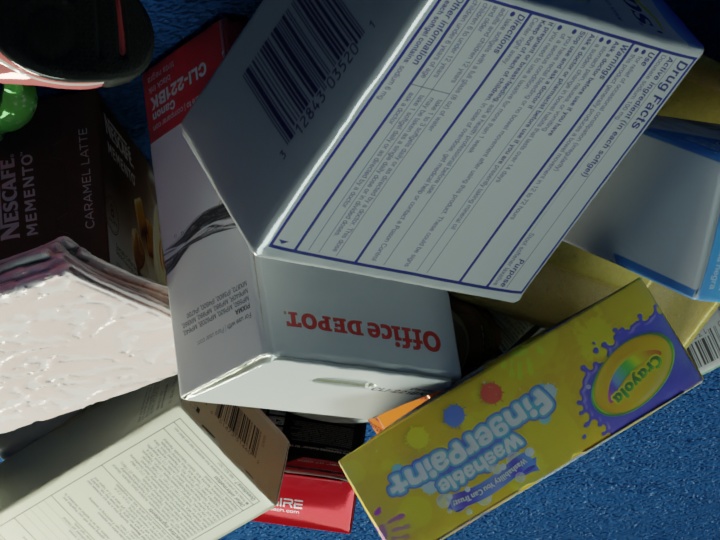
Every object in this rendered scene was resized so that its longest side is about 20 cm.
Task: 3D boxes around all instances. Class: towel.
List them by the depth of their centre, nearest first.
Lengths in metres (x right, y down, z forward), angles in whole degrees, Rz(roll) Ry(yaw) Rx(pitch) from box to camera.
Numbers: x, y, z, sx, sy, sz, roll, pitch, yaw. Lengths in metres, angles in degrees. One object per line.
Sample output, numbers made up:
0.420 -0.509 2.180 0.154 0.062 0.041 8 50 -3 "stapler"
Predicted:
-0.191 0.041 1.456 0.199 0.032 0.191 -18 156 25 "towel"

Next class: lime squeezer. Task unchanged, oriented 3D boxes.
-0.225 -0.090 1.406 0.070 0.038 0.200 11 152 -44 "lime squeezer"

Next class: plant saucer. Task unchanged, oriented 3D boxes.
0.167 -0.051 1.546 0.199 0.048 0.200 19 116 -36 "plant saucer"

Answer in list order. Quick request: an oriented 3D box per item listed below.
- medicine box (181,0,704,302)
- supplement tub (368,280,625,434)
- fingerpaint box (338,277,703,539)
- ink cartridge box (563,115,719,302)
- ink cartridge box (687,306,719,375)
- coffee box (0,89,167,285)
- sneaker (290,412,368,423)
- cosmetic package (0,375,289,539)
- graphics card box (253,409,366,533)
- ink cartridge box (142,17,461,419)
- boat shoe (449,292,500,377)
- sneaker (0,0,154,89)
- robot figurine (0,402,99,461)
0.043 -0.093 1.322 0.200 0.103 0.182 10 126 -42 "medicine box"
0.097 0.039 1.648 0.200 0.123 0.123 -40 174 -27 "supplement tub"
0.089 0.088 1.477 0.200 0.074 0.167 -31 176 -1 "fingerpaint box"
0.237 -0.032 1.453 0.199 0.086 0.146 7 -169 -30 "ink cartridge box"
0.168 0.064 1.795 0.161 0.050 0.200 -27 -175 -3 "ink cartridge box"
-0.163 -0.014 1.527 0.079 0.115 0.200 -11 159 8 "coffee box"
0.023 0.056 1.806 0.199 0.071 0.099 -13 -168 -6 "sneaker"
-0.156 0.145 1.670 0.200 0.073 0.104 -30 115 25 "cosmetic package"
-0.058 0.114 1.801 0.125 0.051 0.200 7 -156 0 "graphics card box"
-0.034 -0.024 1.427 0.144 0.201 0.084 9 153 -40 "ink cartridge box"
0.000 0.000 1.565 0.068 0.200 0.072 -17 144 -53 "boat shoe"
-0.206 -0.128 1.293 0.199 0.074 0.087 4 170 -23 "sneaker"
-0.190 0.069 1.738 0.199 0.113 0.170 -10 178 3 "robot figurine"
